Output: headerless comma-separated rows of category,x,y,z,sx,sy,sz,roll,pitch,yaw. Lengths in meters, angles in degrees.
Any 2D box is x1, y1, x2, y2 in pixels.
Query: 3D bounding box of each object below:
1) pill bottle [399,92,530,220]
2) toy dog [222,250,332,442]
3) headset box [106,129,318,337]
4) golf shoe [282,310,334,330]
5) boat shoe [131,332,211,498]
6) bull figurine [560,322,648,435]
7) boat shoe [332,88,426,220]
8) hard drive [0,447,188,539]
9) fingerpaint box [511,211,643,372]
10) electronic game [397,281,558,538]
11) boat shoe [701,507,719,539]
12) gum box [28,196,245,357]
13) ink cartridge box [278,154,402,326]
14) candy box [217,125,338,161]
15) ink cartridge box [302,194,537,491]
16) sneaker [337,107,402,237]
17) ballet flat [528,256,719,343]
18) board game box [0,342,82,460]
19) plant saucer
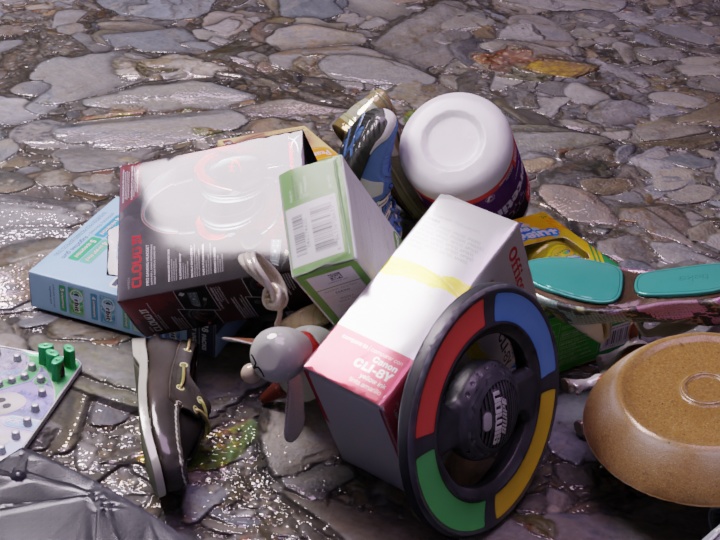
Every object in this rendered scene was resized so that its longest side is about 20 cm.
pill bottle,0.112,-0.094,1.396,0.112,0.200,0.113,-4,72,14
toy dog,-0.066,0.081,1.143,0.096,0.200,0.132,-35,57,9
headset box,-0.134,-0.031,1.239,0.199,0.075,0.149,-10,59,10
golf shoe,-0.048,-0.010,1.295,0.078,0.095,0.200,-14,58,-46
boat shoe,-0.155,0.114,1.141,0.060,0.072,0.201,-7,30,-9
bull figurine,0.252,0.116,1.190,0.121,0.065,0.200,-21,32,-23
boat shoe,0.037,-0.118,1.445,0.063,0.201,0.073,-46,54,-2
hard drive,-0.224,0.210,1.002,0.200,0.042,0.135,23,36,29
fingerpaint box,0.147,0.027,1.317,0.200,0.074,0.167,-14,36,-28
electronic game,0.095,0.108,1.057,0.042,0.201,0.200,12,29,39
boat shoe,0.301,0.199,1.052,0.071,0.070,0.201,28,41,30
gum box,-0.195,0.002,1.351,0.199,0.045,0.170,13,32,16
ink cartridge box,0.000,0.000,1.176,0.059,0.200,0.104,-18,58,15
candy box,-0.065,-0.089,1.505,0.115,0.055,0.200,-13,35,-28
ink cartridge box,0.057,0.060,1.116,0.083,0.145,0.200,23,62,31
sneaker,0.007,-0.069,1.349,0.077,0.200,0.076,12,32,-9
ballet flat,0.238,0.030,1.210,0.199,0.071,0.069,0,38,18
board game box,-0.369,0.109,1.172,0.199,0.026,0.200,9,32,9
plant saucer,0.280,0.108,1.107,0.200,0.036,0.200,-6,35,4
